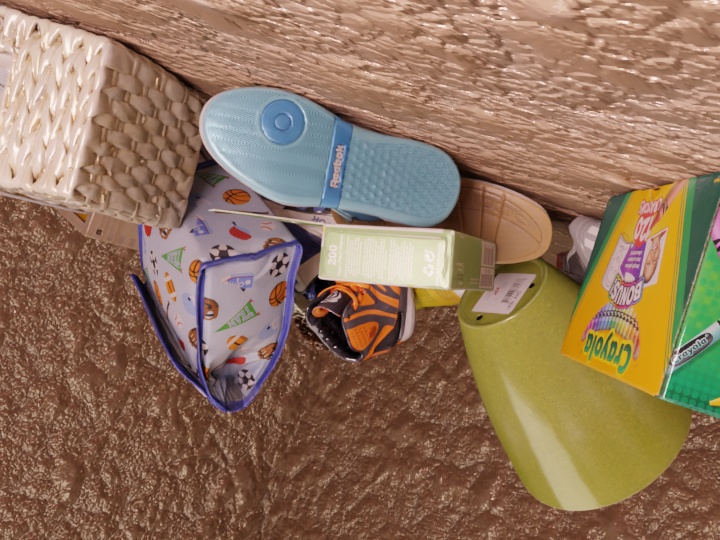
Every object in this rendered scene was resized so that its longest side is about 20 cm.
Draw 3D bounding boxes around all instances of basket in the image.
[{"bbox_3d":[-0.220,-0.114,0.708,0.123,0.136,0.200,14,179,13],"label":"basket"}]

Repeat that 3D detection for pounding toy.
[{"bbox_3d":[-0.335,-0.140,1.190,0.142,0.185,0.200,17,-171,-40],"label":"pounding toy"}]

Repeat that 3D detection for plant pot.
[{"bbox_3d":[0.182,0.087,0.828,0.200,0.187,0.187,52,164,-25],"label":"plant pot"}]

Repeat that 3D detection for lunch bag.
[{"bbox_3d":[-0.151,0.019,0.868,0.123,0.201,0.170,-13,-136,-27],"label":"lunch bag"}]

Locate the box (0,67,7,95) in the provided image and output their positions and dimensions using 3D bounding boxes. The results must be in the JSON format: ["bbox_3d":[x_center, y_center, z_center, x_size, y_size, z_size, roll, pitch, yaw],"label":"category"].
[{"bbox_3d":[-0.367,-0.168,0.933,0.155,0.041,0.200,18,153,11],"label":"box"}]

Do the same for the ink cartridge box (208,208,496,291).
[{"bbox_3d":[-0.003,-0.015,0.705,0.199,0.048,0.145,5,180,21],"label":"ink cartridge box"}]

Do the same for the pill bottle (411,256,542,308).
[{"bbox_3d":[0.091,-0.014,0.933,0.104,0.105,0.199,17,163,-40],"label":"pill bottle"}]

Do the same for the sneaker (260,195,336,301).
[{"bbox_3d":[-0.080,-0.022,0.951,0.198,0.116,0.081,-4,166,13],"label":"sneaker"}]

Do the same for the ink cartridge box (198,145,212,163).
[{"bbox_3d":[-0.200,-0.117,0.982,0.116,0.068,0.200,53,-168,17],"label":"ink cartridge box"}]

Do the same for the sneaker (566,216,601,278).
[{"bbox_3d":[0.252,0.018,0.784,0.200,0.075,0.115,48,177,-27],"label":"sneaker"}]

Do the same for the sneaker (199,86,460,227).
[{"bbox_3d":[-0.034,-0.081,0.685,0.199,0.080,0.130,19,179,-17],"label":"sneaker"}]

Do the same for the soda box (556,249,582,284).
[{"bbox_3d":[0.292,0.026,0.879,0.068,0.064,0.199,-14,-159,-37],"label":"soda box"}]

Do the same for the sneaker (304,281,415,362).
[{"bbox_3d":[0.000,0.000,0.870,0.077,0.201,0.112,9,-156,42],"label":"sneaker"}]

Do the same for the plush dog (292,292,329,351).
[{"bbox_3d":[-0.040,-0.006,1.053,0.201,0.171,0.160,55,150,0],"label":"plush dog"}]

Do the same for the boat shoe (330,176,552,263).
[{"bbox_3d":[0.076,-0.057,0.780,0.199,0.071,0.069,13,-158,20],"label":"boat shoe"}]

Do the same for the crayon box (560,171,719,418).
[{"bbox_3d":[0.187,0.014,0.527,0.058,0.120,0.200,18,180,-1],"label":"crayon box"}]
